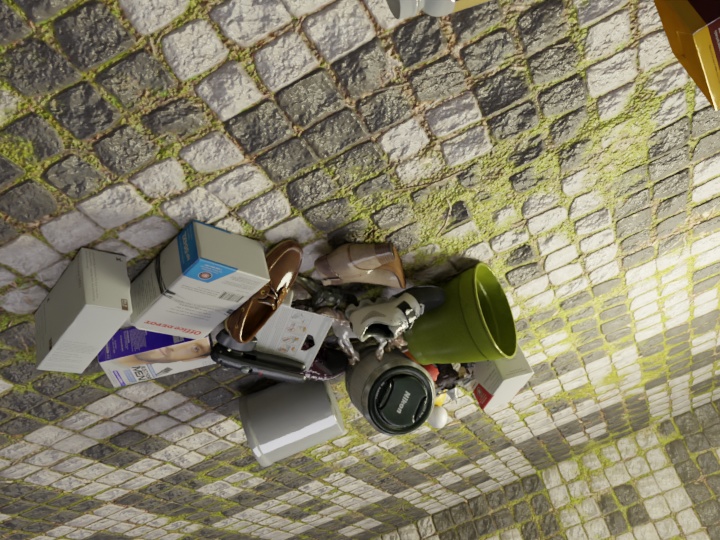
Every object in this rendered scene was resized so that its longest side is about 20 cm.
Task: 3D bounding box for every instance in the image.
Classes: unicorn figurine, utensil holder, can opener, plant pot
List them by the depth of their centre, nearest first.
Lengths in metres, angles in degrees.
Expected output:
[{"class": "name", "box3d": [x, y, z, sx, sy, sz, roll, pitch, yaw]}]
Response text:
[{"class": "can opener", "box3d": [-0.192, 0.176, 1.394, 0.199, 0.064, 0.079, 26, 136, -22]}, {"class": "unicorn figurine", "box3d": [-0.014, 0.125, 1.489, 0.199, 0.074, 0.138, -17, 114, -2]}, {"class": "plant pot", "box3d": [0.195, 0.108, 1.512, 0.192, 0.202, 0.200, -20, 150, 26]}, {"class": "utensil holder", "box3d": [-0.156, 0.332, 1.671, 0.199, 0.171, 0.170, -22, 148, 1]}]

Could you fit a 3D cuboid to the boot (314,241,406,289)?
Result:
[{"class": "boot", "box3d": [0.000, 0.000, 1.351, 0.145, 0.071, 0.200, -14, 153, 9]}]

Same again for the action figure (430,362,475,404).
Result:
[{"class": "action figure", "box3d": [0.184, 0.203, 1.613, 0.129, 0.201, 0.069, -19, 150, 4]}]

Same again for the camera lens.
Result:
[{"class": "camera lens", "box3d": [0.060, 0.252, 1.564, 0.159, 0.161, 0.200, -9, -170, -15]}]

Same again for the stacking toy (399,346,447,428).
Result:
[{"class": "stacking toy", "box3d": [0.155, 0.278, 1.714, 0.145, 0.201, 0.146, -13, 148, -8]}]

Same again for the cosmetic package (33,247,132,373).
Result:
[{"class": "cosmetic package", "box3d": [-0.448, 0.068, 1.171, 0.081, 0.113, 0.200, 12, 135, -40]}]

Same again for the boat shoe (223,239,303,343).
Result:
[{"class": "boat shoe", "box3d": [-0.158, 0.041, 1.255, 0.072, 0.068, 0.201, 33, 95, -32]}]

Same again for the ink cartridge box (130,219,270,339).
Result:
[{"class": "ink cartridge box", "box3d": [-0.272, 0.022, 1.214, 0.200, 0.085, 0.146, -38, 144, 29]}]

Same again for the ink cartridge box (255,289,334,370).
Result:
[{"class": "ink cartridge box", "box3d": [-0.157, 0.108, 1.392, 0.172, 0.044, 0.200, 14, 139, -12]}]

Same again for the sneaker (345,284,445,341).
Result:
[{"class": "sneaker", "box3d": [0.077, 0.092, 1.410, 0.199, 0.089, 0.074, -16, 138, -5]}]

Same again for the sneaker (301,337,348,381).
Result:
[{"class": "sneaker", "box3d": [-0.105, 0.178, 1.550, 0.199, 0.076, 0.116, -1, 141, -25]}]

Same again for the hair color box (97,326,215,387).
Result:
[{"class": "hair color box", "box3d": [-0.381, 0.150, 1.374, 0.199, 0.065, 0.110, -14, 147, -10]}]

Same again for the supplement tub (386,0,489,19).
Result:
[{"class": "supplement tub", "box3d": [0.117, -0.360, 0.778, 0.199, 0.146, 0.146, -19, 148, -1]}]

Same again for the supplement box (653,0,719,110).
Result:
[{"class": "supplement box", "box3d": [0.530, -0.366, 0.993, 0.199, 0.133, 0.197, -31, 146, 20]}]

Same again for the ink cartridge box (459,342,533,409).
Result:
[{"class": "ink cartridge box", "box3d": [0.284, 0.185, 1.631, 0.082, 0.201, 0.147, -11, 147, -21]}]

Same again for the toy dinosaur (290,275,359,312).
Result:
[{"class": "toy dinosaur", "box3d": [-0.087, 0.053, 1.400, 0.088, 0.048, 0.199, -40, 140, 23]}]
